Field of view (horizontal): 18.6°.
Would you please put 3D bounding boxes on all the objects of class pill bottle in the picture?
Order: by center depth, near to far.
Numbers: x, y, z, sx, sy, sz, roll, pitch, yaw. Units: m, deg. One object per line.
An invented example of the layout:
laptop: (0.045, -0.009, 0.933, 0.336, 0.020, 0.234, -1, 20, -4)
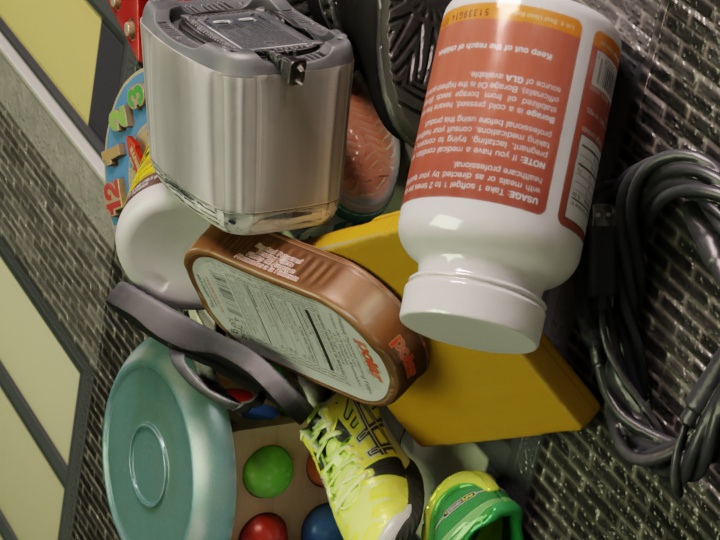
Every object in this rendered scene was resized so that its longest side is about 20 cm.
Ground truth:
pill bottle: (0.084, -0.058, 1.307, 0.112, 0.112, 0.201, -12, 61, 61)
pill bottle: (-0.114, -0.067, 1.658, 0.200, 0.109, 0.110, -78, 3, -55)

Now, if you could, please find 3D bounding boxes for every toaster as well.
toaster: (-0.074, -0.107, 1.483, 0.200, 0.113, 0.130, 36, 130, 54)

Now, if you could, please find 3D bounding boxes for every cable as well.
cable: (0.189, 0.032, 1.282, 0.163, 0.051, 0.201, -10, 83, 56)

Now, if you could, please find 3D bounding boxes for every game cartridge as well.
game cartridge: (0.047, 0.040, 1.453, 0.176, 0.032, 0.200, 51, 151, -15)

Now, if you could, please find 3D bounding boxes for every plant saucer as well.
plant saucer: (-0.151, 0.147, 1.663, 0.200, 0.027, 0.201, 10, 101, 58)

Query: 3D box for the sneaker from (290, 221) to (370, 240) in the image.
sneaker: (0.000, 0.000, 1.553, 0.200, 0.093, 0.071, -2, 95, 61)

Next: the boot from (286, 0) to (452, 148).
boot: (0.006, -0.158, 1.520, 0.158, 0.079, 0.212, -33, 57, 51)

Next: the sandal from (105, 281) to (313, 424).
sandal: (-0.109, 0.069, 1.570, 0.200, 0.076, 0.043, 26, 76, 39)

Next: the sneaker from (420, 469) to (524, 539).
sneaker: (0.077, 0.239, 1.488, 0.084, 0.074, 0.201, 20, 113, 62)

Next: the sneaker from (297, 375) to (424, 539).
sneaker: (-0.008, 0.136, 1.546, 0.075, 0.076, 0.200, -52, 27, 22)

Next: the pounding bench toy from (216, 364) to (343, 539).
pounding bench toy: (-0.075, 0.118, 1.680, 0.156, 0.124, 0.201, 31, 122, 54)

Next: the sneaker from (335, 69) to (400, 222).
sneaker: (-0.023, -0.092, 1.599, 0.200, 0.071, 0.080, -110, 26, -45)

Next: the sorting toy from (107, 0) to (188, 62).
sorting toy: (-0.138, -0.244, 1.662, 0.199, 0.069, 0.201, 29, 122, 60)

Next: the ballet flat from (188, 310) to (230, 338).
ballet flat: (-0.106, 0.005, 1.768, 0.068, 0.068, 0.201, -3, 93, 62)

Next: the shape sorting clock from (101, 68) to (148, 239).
shape sorting clock: (-0.177, -0.077, 1.906, 0.200, 0.039, 0.201, 21, 115, 58)

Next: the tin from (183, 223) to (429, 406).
tin: (-0.040, 0.029, 1.484, 0.200, 0.042, 0.112, 21, 150, 39)
